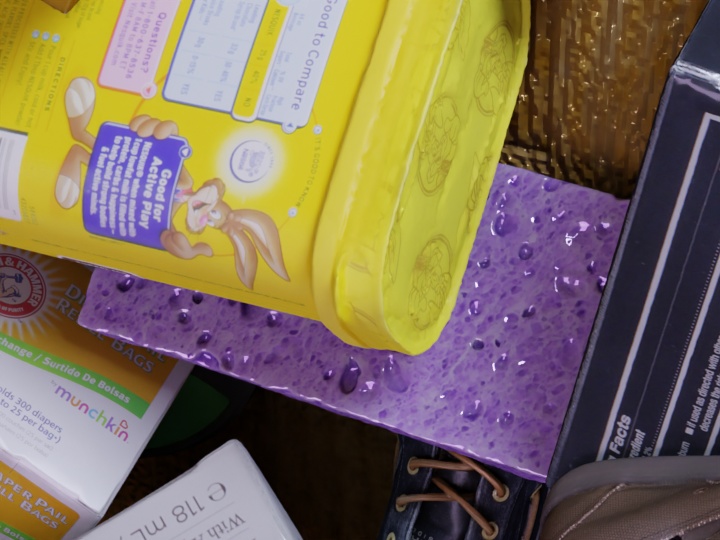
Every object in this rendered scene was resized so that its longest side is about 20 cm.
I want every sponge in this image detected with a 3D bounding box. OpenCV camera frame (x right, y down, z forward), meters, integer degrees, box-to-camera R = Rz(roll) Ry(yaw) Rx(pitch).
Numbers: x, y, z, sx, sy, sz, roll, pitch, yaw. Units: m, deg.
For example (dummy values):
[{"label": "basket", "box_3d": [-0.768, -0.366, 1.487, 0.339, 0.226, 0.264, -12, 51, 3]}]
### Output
[{"label": "sponge", "box_3d": [0.000, 0.000, 0.927, 0.199, 0.112, 0.030, 17, 174, 14]}]

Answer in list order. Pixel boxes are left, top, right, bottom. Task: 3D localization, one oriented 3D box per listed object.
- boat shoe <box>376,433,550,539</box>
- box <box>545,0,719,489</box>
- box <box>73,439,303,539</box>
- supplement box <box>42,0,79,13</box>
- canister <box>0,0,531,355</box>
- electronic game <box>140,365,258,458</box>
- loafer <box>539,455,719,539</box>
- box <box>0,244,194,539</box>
[{"label": "boat shoe", "box_3d": [0.044, 0.082, 0.976, 0.071, 0.091, 0.201, 14, 129, 17]}, {"label": "box", "box_3d": [0.191, 0.009, 0.824, 0.198, 0.123, 0.200, 21, 132, 10]}, {"label": "box", "box_3d": [-0.094, 0.188, 0.988, 0.131, 0.199, 0.200, 58, 175, 13]}, {"label": "supplement box", "box_3d": [-0.128, -0.235, 0.796, 0.200, 0.133, 0.197, 30, 133, 3]}, {"label": "canister", "box_3d": [-0.054, -0.063, 0.884, 0.199, 0.149, 0.087, 13, 168, 22]}, {"label": "electronic game", "box_3d": [-0.130, 0.000, 1.036, 0.199, 0.042, 0.200, 14, 130, 17]}, {"label": "loafer", "box_3d": [0.143, 0.099, 0.789, 0.200, 0.071, 0.073, -15, 118, 36]}, {"label": "box", "box_3d": [-0.166, 0.079, 1.026, 0.112, 0.101, 0.200, 35, 140, -6]}]
